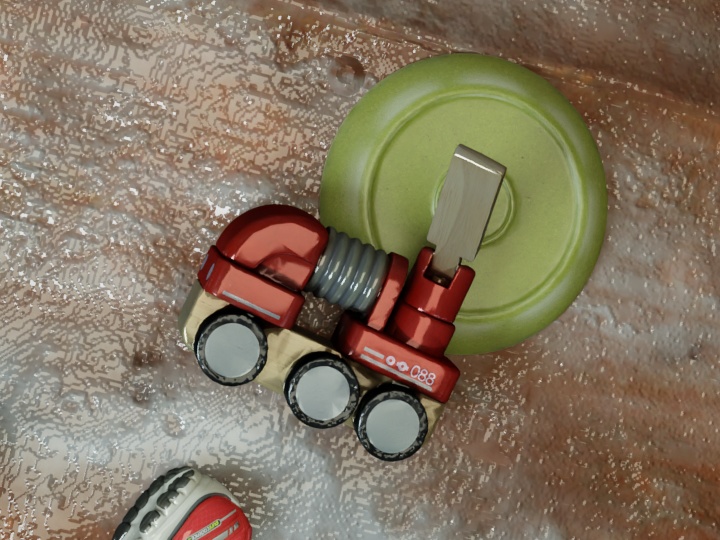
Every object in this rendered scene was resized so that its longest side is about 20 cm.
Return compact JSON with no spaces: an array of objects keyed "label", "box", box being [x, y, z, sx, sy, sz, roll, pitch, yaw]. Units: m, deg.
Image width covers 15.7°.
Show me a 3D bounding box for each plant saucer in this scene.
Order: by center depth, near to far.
[{"label":"plant saucer","box":[0.073,-0.044,1.728,0.199,0.031,0.202,0,91,-11]}]

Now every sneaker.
[{"label":"sneaker","box":[-0.141,0.224,1.671,0.085,0.077,0.200,40,84,-15]}]

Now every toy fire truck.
[{"label":"toy fire truck","box":[0.000,0.000,1.652,0.175,0.129,0.201,26,94,-10]}]
